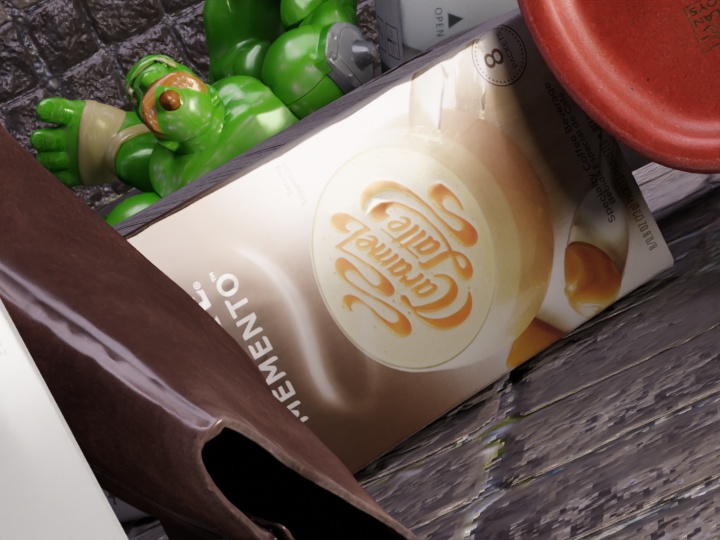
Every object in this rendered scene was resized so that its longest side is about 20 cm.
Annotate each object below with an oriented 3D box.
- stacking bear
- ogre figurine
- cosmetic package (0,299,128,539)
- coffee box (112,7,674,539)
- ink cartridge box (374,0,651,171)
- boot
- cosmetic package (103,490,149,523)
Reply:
[{"bbox_3d":[0.159,-0.090,0.872,0.121,0.114,0.200,-26,-9,25],"label":"stacking bear"},{"bbox_3d":[-0.060,-0.058,0.953,0.199,0.098,0.120,-29,28,-9],"label":"ogre figurine"},{"bbox_3d":[-0.116,0.075,0.595,0.052,0.151,0.200,-29,8,-27],"label":"cosmetic package"},{"bbox_3d":[0.000,0.000,0.837,0.200,0.115,0.080,-32,9,-26],"label":"coffee box"},{"bbox_3d":[0.105,-0.116,0.938,0.199,0.161,0.047,-10,18,-10],"label":"ink cartridge box"},{"bbox_3d":[-0.080,0.009,0.621,0.072,0.200,0.166,-53,38,-8],"label":"boot"},{"bbox_3d":[-0.070,0.035,0.990,0.101,0.074,0.200,-18,10,43],"label":"cosmetic package"}]
